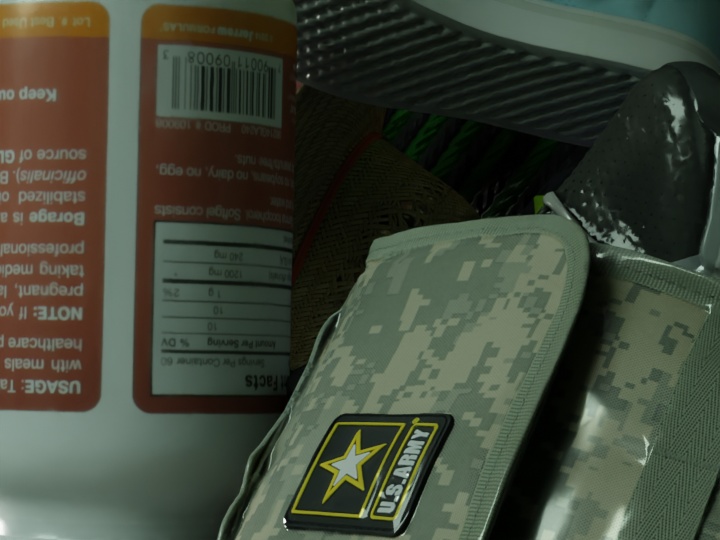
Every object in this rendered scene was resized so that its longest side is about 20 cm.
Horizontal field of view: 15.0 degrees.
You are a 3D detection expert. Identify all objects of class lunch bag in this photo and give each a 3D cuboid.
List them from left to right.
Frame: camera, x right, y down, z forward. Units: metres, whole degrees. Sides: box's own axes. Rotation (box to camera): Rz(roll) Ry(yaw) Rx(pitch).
[{"bbox_3d":[0.056,0.083,0.710,0.200,0.118,0.164,17,64,15],"label":"lunch bag"}]

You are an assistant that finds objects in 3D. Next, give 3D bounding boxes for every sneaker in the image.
[{"bbox_3d":[0.029,-0.102,0.921,0.074,0.200,0.082,122,163,-57],"label":"sneaker"},{"bbox_3d":[0.040,0.025,0.831,0.075,0.115,0.200,-127,50,-61],"label":"sneaker"}]

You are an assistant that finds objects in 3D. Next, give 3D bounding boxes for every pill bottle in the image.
[{"bbox_3d":[-0.077,0.009,0.853,0.112,0.112,0.201,-1,87,56],"label":"pill bottle"}]

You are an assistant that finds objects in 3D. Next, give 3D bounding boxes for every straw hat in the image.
[{"bbox_3d":[0.000,0.000,1.011,0.201,0.085,0.201,-58,-6,-10],"label":"straw hat"}]

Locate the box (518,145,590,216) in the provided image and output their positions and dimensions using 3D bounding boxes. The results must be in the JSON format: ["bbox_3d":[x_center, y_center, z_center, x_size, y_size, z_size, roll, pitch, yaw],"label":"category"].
[{"bbox_3d":[0.130,-0.014,0.899,0.143,0.036,0.200,-50,29,4],"label":"box"}]

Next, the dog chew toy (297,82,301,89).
[{"bbox_3d":[-0.086,-0.075,1.216,0.125,0.124,0.200,-52,20,-1],"label":"dog chew toy"}]
